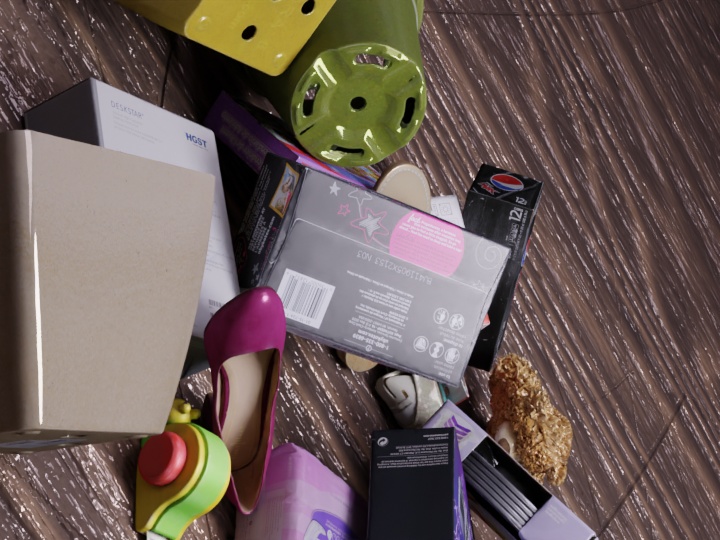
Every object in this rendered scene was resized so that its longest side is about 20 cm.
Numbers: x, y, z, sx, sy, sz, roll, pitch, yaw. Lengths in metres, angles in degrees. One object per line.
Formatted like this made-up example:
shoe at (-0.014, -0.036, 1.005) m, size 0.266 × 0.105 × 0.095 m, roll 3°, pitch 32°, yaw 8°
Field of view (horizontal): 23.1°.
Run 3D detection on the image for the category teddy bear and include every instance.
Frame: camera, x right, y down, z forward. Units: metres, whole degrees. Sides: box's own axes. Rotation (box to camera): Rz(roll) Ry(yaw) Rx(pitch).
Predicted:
teddy bear at (0.153, 0.155, 1.756) m, size 0.200 × 0.066 × 0.146 m, roll -105°, pitch -156°, yaw -65°

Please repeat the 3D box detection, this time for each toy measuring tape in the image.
toy measuring tape at (-0.131, 0.183, 1.320) m, size 0.073 × 0.073 × 0.201 m, roll 34°, pitch 42°, yaw -45°

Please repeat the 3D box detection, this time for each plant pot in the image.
plant pot at (-0.225, 0.027, 1.163) m, size 0.200 × 0.199 × 0.178 m, roll 12°, pitch 71°, yaw -56°
plant pot at (-0.020, -0.190, 1.582) m, size 0.200 × 0.200 × 0.190 m, roll 46°, pitch 15°, yaw -33°
plant pot at (-0.116, -0.279, 1.473) m, size 0.176 × 0.200 × 0.200 m, roll 47°, pitch 16°, yaw 33°

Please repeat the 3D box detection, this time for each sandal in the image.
sandal at (0.037, 0.011, 1.594) m, size 0.077 × 0.213 × 0.070 m, roll -6°, pitch 34°, yaw -36°

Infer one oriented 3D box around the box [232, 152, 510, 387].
box at (0.000, 0.000, 1.479) m, size 0.199 × 0.115 × 0.133 m, roll 21°, pitch 93°, yaw -21°

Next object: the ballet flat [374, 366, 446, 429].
ballet flat at (0.034, 0.088, 1.693) m, size 0.062 × 0.067 × 0.201 m, roll -7°, pitch 74°, yaw -27°

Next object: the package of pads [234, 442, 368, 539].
package of pads at (-0.047, 0.251, 1.409) m, size 0.120 × 0.075 × 0.201 m, roll 40°, pitch 39°, yaw -37°

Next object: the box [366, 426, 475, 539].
box at (0.056, 0.250, 1.496) m, size 0.200 × 0.078 × 0.142 m, roll 78°, pitch 14°, yaw -46°

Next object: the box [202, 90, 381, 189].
box at (-0.035, -0.088, 1.617) m, size 0.200 × 0.039 × 0.137 m, roll 23°, pitch 14°, yaw -45°

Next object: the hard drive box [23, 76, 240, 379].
hard drive box at (-0.175, -0.030, 1.388) m, size 0.156 × 0.077 × 0.201 m, roll 22°, pitch 53°, yaw -53°

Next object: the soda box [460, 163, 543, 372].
soda box at (0.126, -0.002, 1.771) m, size 0.063 × 0.070 × 0.201 m, roll -59°, pitch 164°, yaw -56°

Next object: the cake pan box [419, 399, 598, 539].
cake pan box at (0.142, 0.215, 1.601) m, size 0.184 × 0.052 × 0.200 m, roll 40°, pitch -8°, yaw 21°

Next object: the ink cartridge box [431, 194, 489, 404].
ink cartridge box at (0.076, 0.039, 1.725) m, size 0.050 × 0.109 × 0.201 m, roll -7°, pitch 74°, yaw -27°

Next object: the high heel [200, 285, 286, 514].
high heel at (-0.081, 0.099, 1.351) m, size 0.067 × 0.200 × 0.096 m, roll -12°, pitch 56°, yaw -18°
